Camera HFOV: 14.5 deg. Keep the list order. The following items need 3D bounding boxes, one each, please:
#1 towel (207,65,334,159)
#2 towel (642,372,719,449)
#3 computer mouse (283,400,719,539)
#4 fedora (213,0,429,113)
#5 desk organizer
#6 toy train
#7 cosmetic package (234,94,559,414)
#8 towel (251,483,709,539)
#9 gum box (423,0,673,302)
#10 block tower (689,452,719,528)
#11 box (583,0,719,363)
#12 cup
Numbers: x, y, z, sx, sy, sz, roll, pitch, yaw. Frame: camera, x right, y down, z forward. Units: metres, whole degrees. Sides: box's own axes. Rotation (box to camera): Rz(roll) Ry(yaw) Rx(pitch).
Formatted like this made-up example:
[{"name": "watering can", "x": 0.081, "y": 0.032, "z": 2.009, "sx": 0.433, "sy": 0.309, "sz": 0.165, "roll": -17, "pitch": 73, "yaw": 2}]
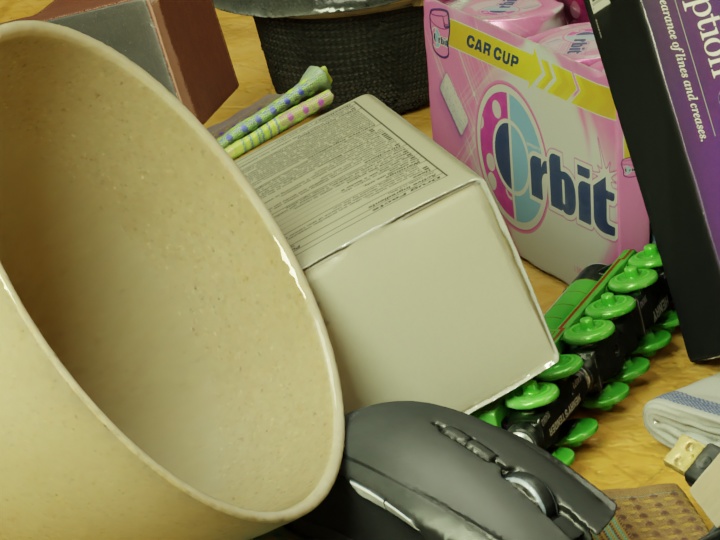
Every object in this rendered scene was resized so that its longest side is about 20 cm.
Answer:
[{"name": "towel", "x": -0.081, "y": -0.053, "z": 1.363, "sx": 0.143, "sy": 0.023, "sz": 0.200, "roll": -29, "pitch": 3, "yaw": -4}, {"name": "towel", "x": 0.230, "y": 0.051, "z": 1.156, "sx": 0.199, "sy": 0.024, "sz": 0.147, "roll": -17, "pitch": 21, "yaw": -36}, {"name": "computer mouse", "x": 0.067, "y": 0.073, "z": 1.039, "sx": 0.140, "sy": 0.046, "sz": 0.199, "roll": -21, "pitch": 27, "yaw": -39}, {"name": "fedora", "x": 0.005, "y": -0.144, "z": 1.638, "sx": 0.199, "sy": 0.092, "sz": 0.201, "roll": -4, "pitch": 20, "yaw": 1}, {"name": "desk organizer", "x": -0.163, "y": -0.082, "z": 1.301, "sx": 0.199, "sy": 0.072, "sz": 0.077, "roll": -11, "pitch": 19, "yaw": 21}, {"name": "toy train", "x": 0.088, "y": 0.037, "z": 1.203, "sx": 0.056, "sy": 0.042, "sz": 0.200, "roll": -7, "pitch": 17, "yaw": 26}, {"name": "cosmetic package", "x": 0.000, "y": 0.000, "z": 1.190, "sx": 0.103, "sy": 0.088, "sz": 0.200, "roll": -27, "pitch": 17, "yaw": -4}, {"name": "towel", "x": 0.036, "y": 0.121, "z": 1.011, "sx": 0.199, "sy": 0.022, "sz": 0.147, "roll": -5, "pitch": 21, "yaw": -7}, {"name": "gum box", "x": 0.105, "y": -0.063, "z": 1.361, "sx": 0.066, "sy": 0.114, "sz": 0.200, "roll": -13, "pitch": 22, "yaw": -23}, {"name": "block tower", "x": 0.209, "y": 0.058, "z": 1.016, "sx": 0.199, "sy": 0.054, "sz": 0.058, "roll": -16, "pitch": 59, "yaw": -40}, {"name": "box", "x": 0.187, "y": -0.077, "z": 1.217, "sx": 0.140, "sy": 0.201, "sz": 0.079, "roll": -17, "pitch": -2, "yaw": -14}, {"name": "cup", "x": -0.122, "y": 0.033, "z": 1.013, "sx": 0.143, "sy": 0.201, "sz": 0.200, "roll": -33, "pitch": 9, "yaw": 23}]
